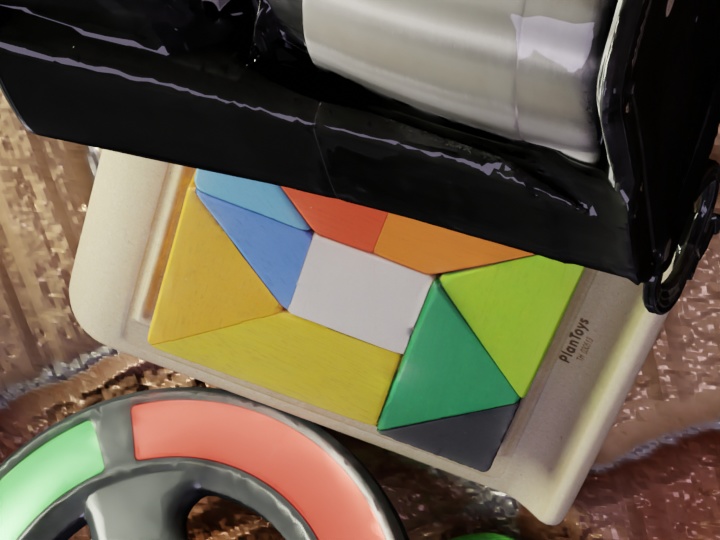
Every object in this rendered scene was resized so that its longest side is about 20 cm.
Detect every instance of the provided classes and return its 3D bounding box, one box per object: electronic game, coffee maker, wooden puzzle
[{"bbox_3d":[-0.073,0.137,1.058,0.200,0.200,0.042,6,161,21],"label":"electronic game"},{"bbox_3d":[0.000,-0.069,0.845,0.200,0.135,0.192,15,134,17],"label":"coffee maker"},{"bbox_3d":[0.000,0.000,0.993,0.200,0.037,0.185,24,139,3],"label":"wooden puzzle"}]

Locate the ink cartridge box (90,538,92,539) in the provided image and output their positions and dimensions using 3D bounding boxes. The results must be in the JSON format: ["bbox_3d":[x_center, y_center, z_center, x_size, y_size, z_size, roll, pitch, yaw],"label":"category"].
[{"bbox_3d":[-0.099,0.217,1.108,0.145,0.200,0.084,30,158,31],"label":"ink cartridge box"}]

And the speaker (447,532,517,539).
[{"bbox_3d":[0.078,0.193,1.115,0.088,0.088,0.200,-10,127,34],"label":"speaker"}]
